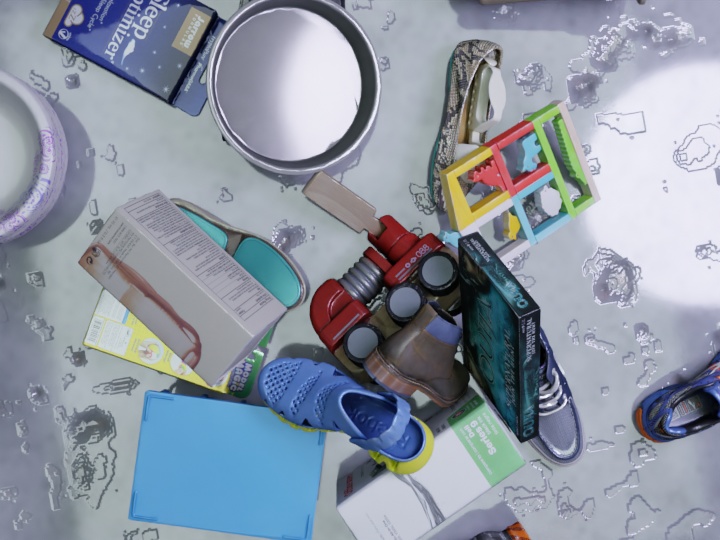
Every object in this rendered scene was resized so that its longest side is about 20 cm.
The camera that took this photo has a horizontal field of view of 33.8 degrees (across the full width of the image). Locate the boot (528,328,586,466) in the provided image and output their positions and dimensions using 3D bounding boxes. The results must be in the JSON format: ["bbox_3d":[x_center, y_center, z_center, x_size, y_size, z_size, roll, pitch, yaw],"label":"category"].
[{"bbox_3d":[0.203,0.136,1.346,0.072,0.090,0.201,-27,90,0],"label":"boot"}]

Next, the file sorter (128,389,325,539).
[{"bbox_3d":[-0.142,0.211,1.329,0.199,0.123,0.140,8,90,0],"label":"file sorter"}]

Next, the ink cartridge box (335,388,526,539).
[{"bbox_3d":[0.073,0.227,1.318,0.199,0.146,0.084,-35,91,0],"label":"ink cartridge box"}]

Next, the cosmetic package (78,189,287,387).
[{"bbox_3d":[-0.191,0.017,1.285,0.200,0.103,0.087,43,113,5],"label":"cosmetic package"}]

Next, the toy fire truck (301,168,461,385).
[{"bbox_3d":[0.000,0.000,1.344,0.176,0.129,0.200,-43,66,-4],"label":"toy fire truck"}]

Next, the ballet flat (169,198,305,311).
[{"bbox_3d":[-0.144,-0.019,1.355,0.199,0.069,0.070,34,90,6],"label":"ballet flat"}]

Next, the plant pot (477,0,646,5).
[{"bbox_3d":[0.209,-0.376,1.311,0.182,0.200,0.202,-10,90,11],"label":"plant pot"}]

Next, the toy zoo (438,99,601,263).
[{"bbox_3d":[0.170,-0.087,1.333,0.199,0.020,0.132,-32,112,-16],"label":"toy zoo"}]

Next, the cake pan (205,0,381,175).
[{"bbox_3d":[-0.076,-0.207,1.321,0.199,0.037,0.202,-1,95,-16],"label":"cake pan"}]

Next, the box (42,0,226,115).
[{"bbox_3d":[-0.251,-0.278,1.374,0.199,0.032,0.122,28,90,-1],"label":"box"}]

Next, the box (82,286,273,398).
[{"bbox_3d":[-0.204,0.065,1.362,0.199,0.048,0.118,20,83,2],"label":"box"}]

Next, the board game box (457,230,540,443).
[{"bbox_3d":[0.149,0.074,1.277,0.028,0.135,0.201,-21,134,-14],"label":"board game box"}]

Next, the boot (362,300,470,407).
[{"bbox_3d":[0.091,0.090,1.292,0.097,0.200,0.075,-50,63,15],"label":"boot"}]

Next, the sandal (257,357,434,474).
[{"bbox_3d":[-0.016,0.139,1.230,0.199,0.087,0.080,20,70,12],"label":"sandal"}]

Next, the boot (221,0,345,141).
[{"bbox_3d":[-0.087,-0.235,1.360,0.131,0.070,0.201,12,97,-9],"label":"boot"}]

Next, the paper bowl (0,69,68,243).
[{"bbox_3d":[-0.431,-0.128,1.336,0.199,0.104,0.202,0,91,0],"label":"paper bowl"}]

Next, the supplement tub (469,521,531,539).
[{"bbox_3d":[0.123,0.378,1.330,0.199,0.123,0.123,-35,90,0],"label":"supplement tub"}]

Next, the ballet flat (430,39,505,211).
[{"bbox_3d":[0.128,-0.166,1.350,0.068,0.075,0.201,11,88,-45],"label":"ballet flat"}]

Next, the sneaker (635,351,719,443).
[{"bbox_3d":[0.414,0.140,1.354,0.199,0.078,0.076,-34,91,0],"label":"sneaker"}]
